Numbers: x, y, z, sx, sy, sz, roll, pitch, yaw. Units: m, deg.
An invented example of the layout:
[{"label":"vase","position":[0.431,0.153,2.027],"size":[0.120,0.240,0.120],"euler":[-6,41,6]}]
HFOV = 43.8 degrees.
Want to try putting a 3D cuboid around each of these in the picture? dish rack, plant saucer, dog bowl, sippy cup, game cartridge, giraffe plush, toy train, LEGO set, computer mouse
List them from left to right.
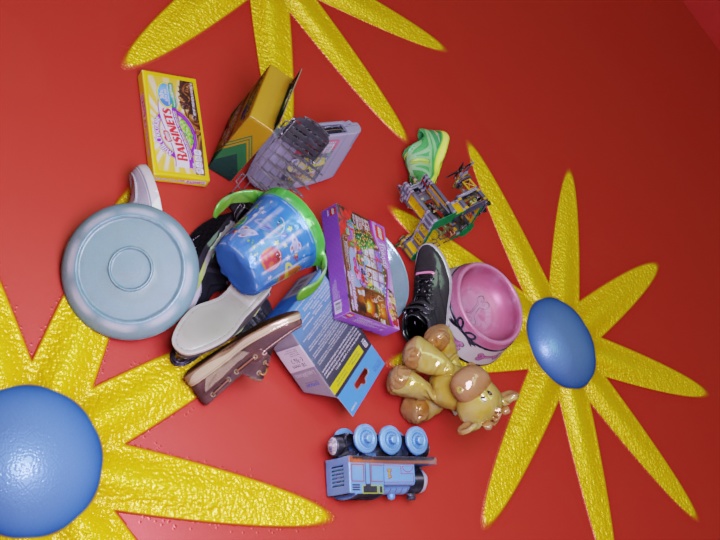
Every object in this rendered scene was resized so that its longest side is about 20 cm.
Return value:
[{"label":"plant saucer","position":[-0.334,-0.001,1.301],"size":[0.197,0.027,0.204],"euler":[2,82,-12]},{"label":"computer mouse","position":[-0.217,0.096,1.398],"size":[0.199,0.034,0.059],"euler":[-30,78,-37]},{"label":"sippy cup","position":[-0.144,-0.035,1.347],"size":[0.130,0.176,0.141],"euler":[-38,129,-32]},{"label":"dish rack","position":[-0.124,-0.156,1.472],"size":[0.055,0.200,0.153],"euler":[44,9,22]},{"label":"game cartridge","position":[-0.100,-0.200,1.569],"size":[0.198,0.133,0.041],"euler":[-15,64,-42]},{"label":"plant saucer","position":[-0.003,0.010,1.595],"size":[0.199,0.039,0.204],"euler":[17,58,-30]},{"label":"toy train","position":[0.033,0.310,1.437],"size":[0.198,0.086,0.116],"euler":[10,70,-35]},{"label":"LEGO set","position":[0.139,-0.123,1.700],"size":[0.198,0.154,0.116],"euler":[-29,69,-24]},{"label":"giraffe plush","position":[0.166,0.205,1.505],"size":[0.200,0.161,0.174],"euler":[42,78,-32]},{"label":"dog bowl","position":[0.228,0.075,1.712],"size":[0.198,0.074,0.203],"euler":[17,57,-28]}]

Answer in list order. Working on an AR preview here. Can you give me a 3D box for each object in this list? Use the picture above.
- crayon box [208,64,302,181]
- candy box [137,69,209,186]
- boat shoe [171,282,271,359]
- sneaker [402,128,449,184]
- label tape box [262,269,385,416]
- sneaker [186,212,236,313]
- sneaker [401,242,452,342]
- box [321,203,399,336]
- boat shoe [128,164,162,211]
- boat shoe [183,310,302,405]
[{"label":"crayon box","position":[-0.177,-0.253,1.495],"size":[0.050,0.200,0.128],"euler":[30,51,-19]},{"label":"candy box","position":[-0.314,-0.239,1.503],"size":[0.101,0.026,0.203],"euler":[2,66,-33]},{"label":"boat shoe","position":[-0.209,0.074,1.355],"size":[0.072,0.061,0.201],"euler":[40,51,10]},{"label":"sneaker","position":[0.118,-0.203,1.791],"size":[0.082,0.074,0.202],"euler":[19,56,3]},{"label":"label tape box","position":[-0.060,0.124,1.459],"size":[0.201,0.063,0.144],"euler":[57,39,-15]},{"label":"sneaker","position":[-0.242,-0.005,1.421],"size":[0.083,0.071,0.201],"euler":[56,43,-33]},{"label":"sneaker","position":[0.116,0.047,1.599],"size":[0.099,0.070,0.203],"euler":[10,77,-63]},{"label":"box","position":[0.000,0.000,1.523],"size":[0.136,0.039,0.203],"euler":[23,51,-48]},{"label":"boat shoe","position":[-0.339,-0.070,1.363],"size":[0.070,0.070,0.204],"euler":[-6,68,-22]},{"label":"boat shoe","position":[-0.165,0.133,1.336],"size":[0.198,0.072,0.073],"euler":[-32,96,-2]}]
